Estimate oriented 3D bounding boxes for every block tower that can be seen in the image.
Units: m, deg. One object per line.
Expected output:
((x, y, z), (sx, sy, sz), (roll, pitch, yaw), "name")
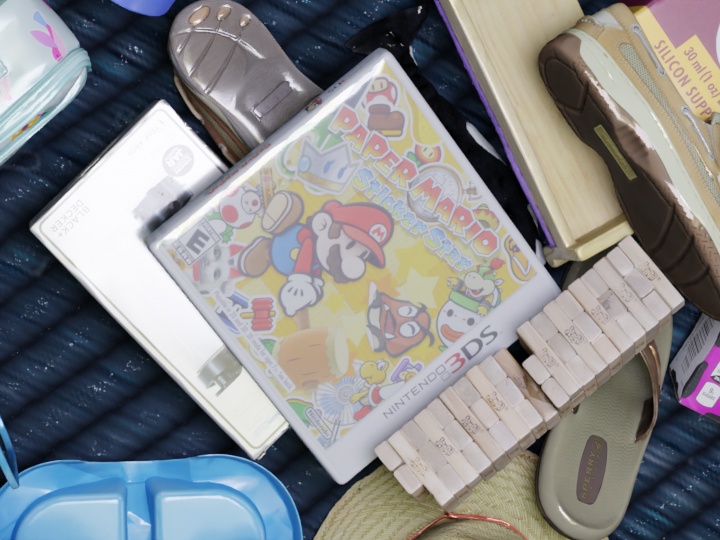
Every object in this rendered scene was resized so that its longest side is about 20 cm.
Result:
((0.103, 0.067, 1.450), (0.200, 0.058, 0.054), (-40, 78, -1), "block tower")

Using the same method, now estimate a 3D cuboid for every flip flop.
((0.156, 0.070, 1.501), (0.081, 0.058, 0.201), (19, 66, -11), "flip flop")

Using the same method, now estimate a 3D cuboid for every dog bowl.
((-0.138, 0.167, 1.488), (0.199, 0.050, 0.112), (-2, 95, -9), "dog bowl")

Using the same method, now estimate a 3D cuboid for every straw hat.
((0.064, 0.194, 1.478), (0.200, 0.085, 0.202), (0, 78, 0), "straw hat")

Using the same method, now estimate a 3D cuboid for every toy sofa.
((0.112, -0.108, 1.476), (0.083, 0.098, 0.201), (-28, 99, -13), "toy sofa")

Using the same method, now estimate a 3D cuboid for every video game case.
((0.000, 0.000, 1.436), (0.182, 0.023, 0.200), (-39, 113, -5), "video game case")

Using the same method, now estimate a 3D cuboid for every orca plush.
((0.064, -0.068, 1.489), (0.105, 0.071, 0.201), (-16, 97, -7), "orca plush")

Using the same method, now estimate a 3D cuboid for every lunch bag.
((-0.247, -0.078, 1.396), (0.200, 0.160, 0.077), (-42, 99, -4), "lunch bag")

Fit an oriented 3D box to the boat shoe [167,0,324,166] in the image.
((-0.046, -0.079, 1.473), (0.076, 0.072, 0.200), (-37, 93, -16), "boat shoe")

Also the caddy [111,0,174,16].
((-0.138, -0.233, 1.389), (0.141, 0.200, 0.105), (32, 106, -12), "caddy")

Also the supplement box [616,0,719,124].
((0.263, -0.158, 1.498), (0.200, 0.103, 0.131), (-37, 98, -5), "supplement box")

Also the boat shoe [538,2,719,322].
((0.189, -0.067, 1.415), (0.076, 0.072, 0.200), (-35, 100, -22), "boat shoe")

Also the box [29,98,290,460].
((-0.095, 0.005, 1.476), (0.117, 0.060, 0.200), (-45, 99, -3), "box")

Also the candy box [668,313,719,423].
((0.303, 0.022, 1.510), (0.136, 0.061, 0.200), (26, 108, -10), "candy box")

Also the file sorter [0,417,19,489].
((-0.312, 0.101, 1.412), (0.199, 0.139, 0.123), (-23, 100, -6), "file sorter")
